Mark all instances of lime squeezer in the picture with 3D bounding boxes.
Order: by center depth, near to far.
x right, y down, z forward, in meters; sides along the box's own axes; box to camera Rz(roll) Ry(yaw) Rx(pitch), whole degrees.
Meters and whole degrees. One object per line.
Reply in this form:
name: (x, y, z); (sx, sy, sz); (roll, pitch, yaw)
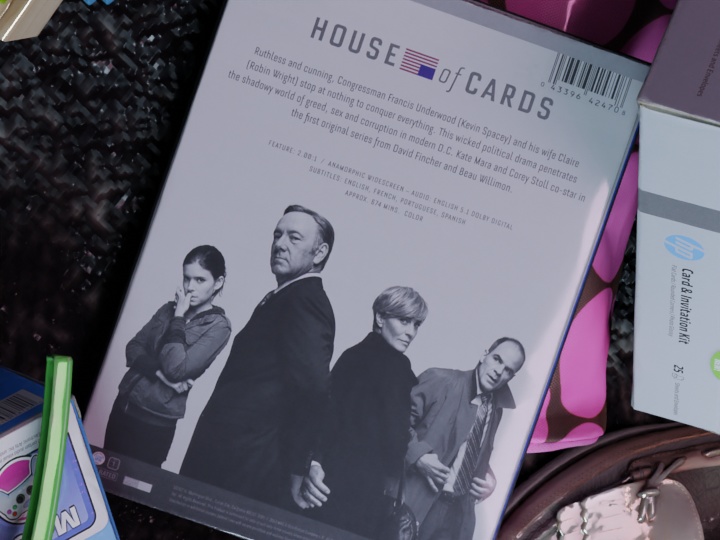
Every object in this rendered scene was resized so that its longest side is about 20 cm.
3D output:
lime squeezer: (-0.133, 0.124, 0.859); (0.071, 0.038, 0.200); (39, 76, -3)

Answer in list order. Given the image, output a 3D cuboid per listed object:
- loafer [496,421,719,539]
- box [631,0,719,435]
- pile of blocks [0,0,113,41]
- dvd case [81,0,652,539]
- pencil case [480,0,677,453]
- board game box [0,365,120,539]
loafer: (0.131, 0.096, 1.085); (0.199, 0.063, 0.072); (-22, 112, -30)
box: (0.139, -0.057, 0.984); (0.200, 0.041, 0.156); (84, 27, -57)
pile of blocks: (-0.097, -0.124, 0.857); (0.082, 0.062, 0.200); (-51, 168, 19)
dvd case: (0.000, 0.000, 0.945); (0.150, 0.025, 0.201); (19, 91, -4)
pencil case: (0.071, -0.034, 1.004); (0.094, 0.090, 0.201); (5, 100, -57)
board game box: (-0.159, 0.163, 0.898); (0.199, 0.056, 0.197); (-28, 115, -28)
